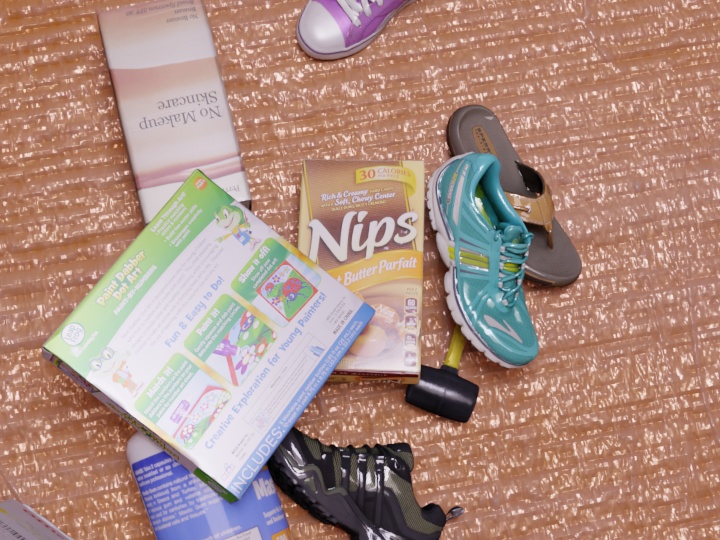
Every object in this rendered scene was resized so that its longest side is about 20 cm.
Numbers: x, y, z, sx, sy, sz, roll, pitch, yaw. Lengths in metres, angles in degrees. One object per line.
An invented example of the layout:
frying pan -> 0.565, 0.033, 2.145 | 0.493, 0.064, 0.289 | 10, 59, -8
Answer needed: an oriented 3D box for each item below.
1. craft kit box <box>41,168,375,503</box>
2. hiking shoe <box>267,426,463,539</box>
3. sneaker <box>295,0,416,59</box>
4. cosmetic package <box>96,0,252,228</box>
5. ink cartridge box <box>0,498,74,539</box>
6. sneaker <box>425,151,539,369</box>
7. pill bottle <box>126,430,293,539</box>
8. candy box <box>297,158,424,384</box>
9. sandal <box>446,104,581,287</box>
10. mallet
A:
craft kit box -> -0.122, 0.052, 0.937 | 0.197, 0.049, 0.200 | 40, 68, -5
hiking shoe -> -0.004, 0.185, 1.022 | 0.200, 0.076, 0.101 | 43, 70, -7
sneaker -> 0.024, -0.284, 1.080 | 0.200, 0.114, 0.073 | -38, 87, -10
cosmetic package -> -0.171, -0.139, 1.044 | 0.103, 0.087, 0.201 | -14, 82, -10
ink cartridge box -> -0.266, 0.263, 0.907 | 0.145, 0.200, 0.084 | 37, 81, 1
sneaker -> 0.118, -0.009, 1.020 | 0.077, 0.079, 0.201 | -16, 86, -43
pill bottle -> -0.135, 0.179, 0.980 | 0.112, 0.112, 0.201 | -19, 83, -9
candy box -> 0.000, 0.000, 1.038 | 0.115, 0.055, 0.201 | 1, 74, 2
sandal -> 0.150, -0.076, 1.078 | 0.081, 0.055, 0.201 | -18, 78, -30
mallet -> 0.090, 0.040, 1.072 | 0.065, 0.041, 0.201 | 12, 74, -2
